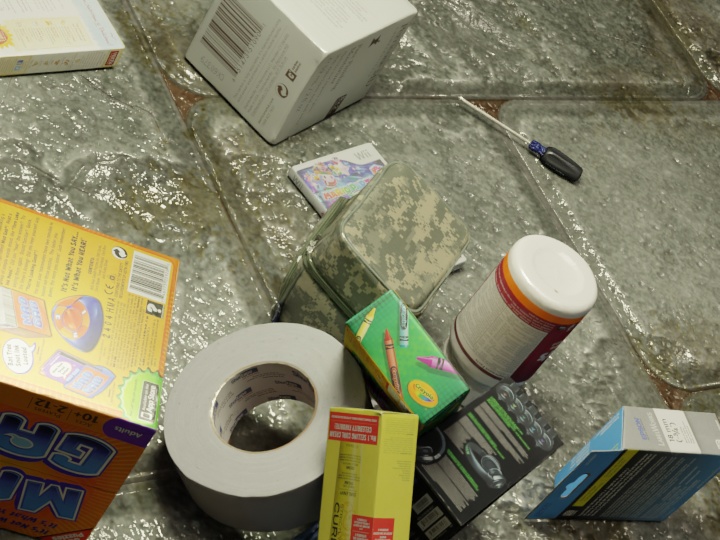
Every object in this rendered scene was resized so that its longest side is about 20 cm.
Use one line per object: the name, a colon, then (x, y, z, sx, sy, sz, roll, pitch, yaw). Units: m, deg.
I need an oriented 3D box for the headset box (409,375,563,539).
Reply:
headset box: (0.083, 0.212, 1.556, 0.093, 0.174, 0.200, 51, 44, 10)

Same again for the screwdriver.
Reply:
screwdriver: (0.217, -0.181, 2.128, 0.200, 0.028, 0.029, 31, 12, -10)

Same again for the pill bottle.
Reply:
pill bottle: (0.167, 0.062, 1.737, 0.109, 0.200, 0.110, 19, 43, -19)

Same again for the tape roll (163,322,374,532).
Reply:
tape roll: (-0.086, 0.148, 1.507, 0.200, 0.066, 0.201, -7, 50, 8)

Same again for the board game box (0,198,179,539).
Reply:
board game box: (-0.297, 0.090, 1.394, 0.199, 0.200, 0.200, 20, 43, -18)

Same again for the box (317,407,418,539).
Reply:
box: (0.004, 0.225, 1.402, 0.050, 0.075, 0.201, 10, 84, -43)

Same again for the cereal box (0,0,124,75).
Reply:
cereal box: (-0.390, -0.291, 1.811, 0.200, 0.040, 0.144, -10, 58, -40)

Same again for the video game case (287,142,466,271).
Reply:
video game case: (0.021, -0.064, 1.895, 0.143, 0.018, 0.200, -22, 66, -44)

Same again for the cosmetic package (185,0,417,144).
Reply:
cosmetic package: (-0.072, -0.292, 1.933, 0.165, 0.165, 0.200, 46, 43, 11)

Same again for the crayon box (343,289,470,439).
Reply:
crayon box: (0.040, 0.099, 1.512, 0.058, 0.200, 0.119, -36, 81, -8)

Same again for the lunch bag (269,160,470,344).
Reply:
lunch bag: (0.000, 0.000, 1.708, 0.139, 0.168, 0.200, 44, 39, -7)

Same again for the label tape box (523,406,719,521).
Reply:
label tape box: (0.286, 0.213, 1.719, 0.199, 0.144, 0.063, 7, 48, -30)

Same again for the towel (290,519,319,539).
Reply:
towel: (-0.060, 0.315, 1.436, 0.112, 0.049, 0.200, 50, 33, 8)
